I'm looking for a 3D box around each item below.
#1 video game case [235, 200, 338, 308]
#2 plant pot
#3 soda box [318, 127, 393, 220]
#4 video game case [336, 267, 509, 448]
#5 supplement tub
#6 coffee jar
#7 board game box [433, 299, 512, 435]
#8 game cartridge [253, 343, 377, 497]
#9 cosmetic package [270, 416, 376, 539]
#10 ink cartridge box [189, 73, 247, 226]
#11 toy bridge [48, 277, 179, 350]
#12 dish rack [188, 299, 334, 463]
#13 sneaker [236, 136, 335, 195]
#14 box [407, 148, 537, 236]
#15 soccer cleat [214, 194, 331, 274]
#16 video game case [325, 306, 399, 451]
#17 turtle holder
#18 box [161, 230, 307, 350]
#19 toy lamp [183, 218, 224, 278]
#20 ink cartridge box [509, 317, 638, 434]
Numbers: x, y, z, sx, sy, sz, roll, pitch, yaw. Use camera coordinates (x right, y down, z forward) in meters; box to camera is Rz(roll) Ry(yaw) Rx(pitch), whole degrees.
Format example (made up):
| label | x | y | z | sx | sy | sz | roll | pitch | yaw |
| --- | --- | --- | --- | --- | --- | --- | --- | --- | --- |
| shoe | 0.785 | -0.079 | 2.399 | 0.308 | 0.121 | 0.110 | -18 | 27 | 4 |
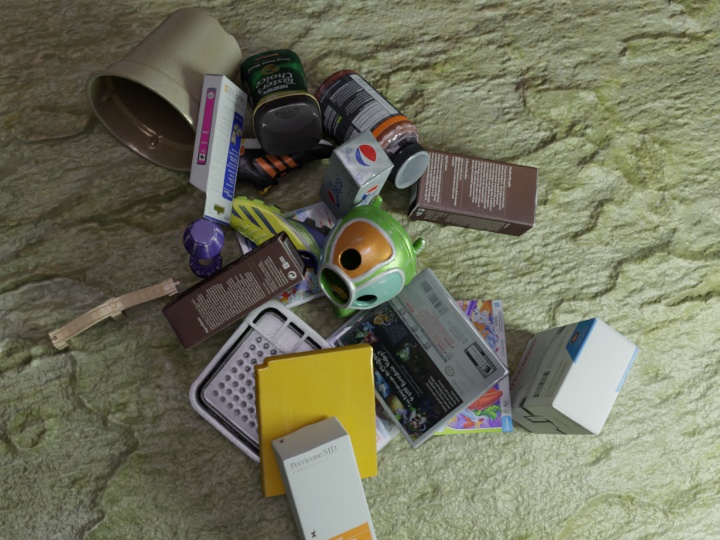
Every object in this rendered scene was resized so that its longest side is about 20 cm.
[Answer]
| label | x | y | z | sx | sy | sz | roll | pitch | yaw |
| --- | --- | --- | --- | --- | --- | --- | --- | --- | --- |
| video game case | -0.081 | -0.028 | 1.235 | 0.198 | 0.018 | 0.145 | -19 | 82 | -14 |
| plant pot | -0.278 | -0.286 | 1.181 | 0.199 | 0.201 | 0.185 | 28 | 63 | -3 |
| soda box | -0.010 | -0.133 | 1.157 | 0.063 | 0.200 | 0.069 | -34 | 84 | -14 |
| video game case | 0.091 | 0.128 | 1.162 | 0.181 | 0.023 | 0.201 | -38 | 75 | 3 |
| supplement tub | 0.018 | -0.217 | 1.219 | 0.107 | 0.107 | 0.200 | -36 | 66 | -15 |
| coffee jar | -0.121 | -0.257 | 1.192 | 0.103 | 0.086 | 0.201 | -14 | 43 | -7 |
| board game box | 0.157 | 0.149 | 1.201 | 0.133 | 0.045 | 0.202 | -1 | 78 | -9 |
| game cartridge | -0.063 | 0.214 | 1.127 | 0.174 | 0.032 | 0.202 | -5 | 100 | -19 |
| cosmetic package | -0.047 | 0.322 | 1.097 | 0.101 | 0.071 | 0.202 | -19 | 107 | -15 |
| ink cartridge box | -0.205 | -0.170 | 1.121 | 0.037 | 0.095 | 0.202 | 4 | 86 | 13 |
| toy bridge | -0.358 | 0.058 | 1.142 | 0.198 | 0.067 | 0.027 | -25 | 83 | -14 |
| dish rack | -0.136 | 0.164 | 1.158 | 0.171 | 0.044 | 0.200 | 40 | 84 | -1 |
| sneaker | -0.138 | -0.165 | 1.236 | 0.198 | 0.070 | 0.091 | -3 | 93 | -10 |
| box | 0.182 | -0.126 | 1.268 | 0.198 | 0.075 | 0.101 | 9 | 76 | -6 |
| soccer cleat | -0.138 | -0.054 | 1.189 | 0.198 | 0.065 | 0.085 | 20 | 78 | -6 |
| video game case | 0.037 | 0.149 | 1.215 | 0.200 | 0.023 | 0.183 | -39 | 87 | -16 |
| turtle holder | -0.005 | -0.009 | 1.146 | 0.132 | 0.185 | 0.141 | -42 | 101 | -30 |
| box | -0.179 | 0.026 | 1.129 | 0.199 | 0.100 | 0.075 | -33 | 99 | 4 |
| toy lamp | -0.223 | -0.031 | 1.116 | 0.058 | 0.200 | 0.059 | 2 | 77 | -9 |
| ink cartridge box | 0.304 | 0.163 | 1.169 | 0.084 | 0.200 | 0.147 | 32 | 75 | -4 |
